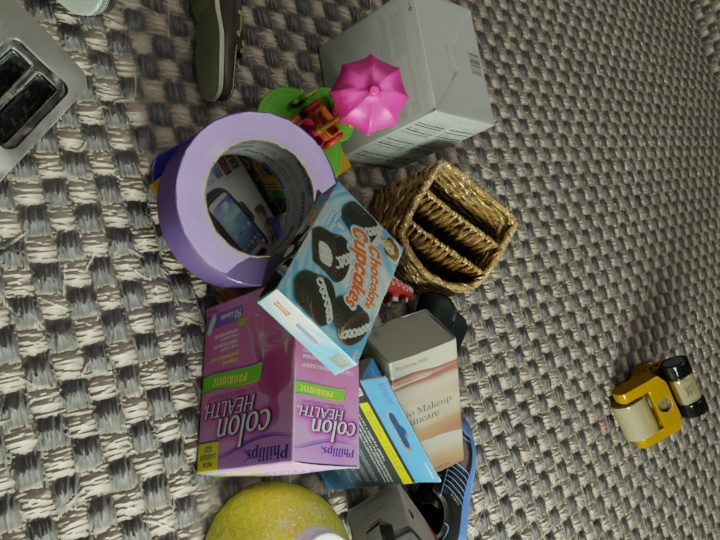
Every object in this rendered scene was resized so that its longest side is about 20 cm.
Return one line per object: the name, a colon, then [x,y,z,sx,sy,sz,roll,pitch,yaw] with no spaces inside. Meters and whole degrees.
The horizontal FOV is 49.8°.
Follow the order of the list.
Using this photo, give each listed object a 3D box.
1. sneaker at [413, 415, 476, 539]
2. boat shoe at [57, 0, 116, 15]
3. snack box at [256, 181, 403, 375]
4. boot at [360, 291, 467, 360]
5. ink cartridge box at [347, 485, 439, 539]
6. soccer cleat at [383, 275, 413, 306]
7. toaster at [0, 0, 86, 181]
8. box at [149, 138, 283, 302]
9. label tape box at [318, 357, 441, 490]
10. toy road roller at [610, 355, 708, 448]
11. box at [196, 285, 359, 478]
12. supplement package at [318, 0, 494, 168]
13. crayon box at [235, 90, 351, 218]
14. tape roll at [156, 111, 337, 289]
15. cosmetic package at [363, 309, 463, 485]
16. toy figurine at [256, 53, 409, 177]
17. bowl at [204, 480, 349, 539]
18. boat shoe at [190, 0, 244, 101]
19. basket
sneaker: [0.117,0.298,1.112,0.078,0.070,0.200,27,59,-44]
boat shoe: [-0.363,-0.370,0.879,0.200,0.071,0.064,48,14,-11]
snack box: [-0.025,0.003,0.843,0.116,0.037,0.200,45,39,-18]
boot: [0.074,0.099,1.136,0.200,0.076,0.168,40,52,-31]
ink cartridge box: [0.063,0.376,0.940,0.147,0.083,0.200,56,3,-15]
soccer cleat: [0.000,0.000,1.106,0.200,0.069,0.085,14,70,-37]
toaster: [-0.385,-0.176,0.741,0.181,0.119,0.200,46,48,-25]
box: [-0.174,-0.072,0.974,0.119,0.041,0.200,-43,109,-44]
label tape box: [0.008,0.187,0.947,0.063,0.200,0.144,-37,103,-45]
toy road roller: [0.597,0.260,1.598,0.200,0.146,0.123,-28,98,-9]
box: [-0.094,0.127,0.883,0.097,0.176,0.201,16,65,-41]
supplement package: [0.067,-0.281,1.176,0.147,0.200,0.192,1,75,-45]
crayon box: [-0.094,-0.167,1.080,0.200,0.052,0.126,-42,106,-45]
tape roll: [-0.131,-0.079,0.910,0.200,0.085,0.201,2,86,-28]
cosmetic package: [0.070,0.167,1.017,0.103,0.087,0.200,-19,120,-17]
toy figurine: [-0.010,-0.213,1.011,0.150,0.184,0.200,57,44,-13]
bowl: [-0.071,0.340,0.881,0.200,0.108,0.201,18,64,-41]
boat shoe: [-0.182,-0.313,1.029,0.060,0.072,0.202,6,69,-40]
basket: [0.126,-0.050,1.191,0.200,0.149,0.143,34,54,-33]
